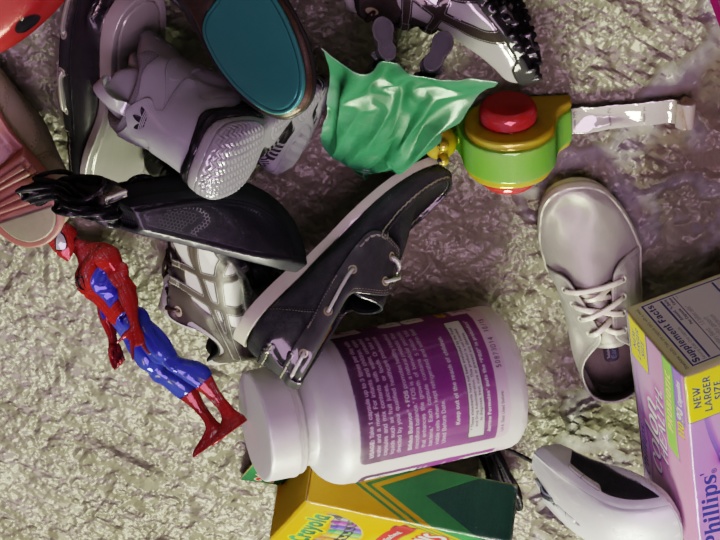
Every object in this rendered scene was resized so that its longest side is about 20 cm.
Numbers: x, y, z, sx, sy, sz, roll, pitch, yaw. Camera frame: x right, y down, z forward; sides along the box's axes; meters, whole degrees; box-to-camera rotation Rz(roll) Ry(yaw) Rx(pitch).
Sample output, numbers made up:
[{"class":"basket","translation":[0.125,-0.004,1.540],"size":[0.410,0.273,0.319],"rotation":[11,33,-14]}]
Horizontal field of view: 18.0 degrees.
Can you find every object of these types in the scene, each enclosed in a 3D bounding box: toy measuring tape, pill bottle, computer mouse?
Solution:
[{"class":"toy measuring tape","translation":[0.144,-0.092,1.622],"size":[0.199,0.074,0.074],"rotation":[-3,125,0]},{"class":"pill bottle","translation":[0.015,0.096,1.691],"size":[0.199,0.112,0.113],"rotation":[-10,127,-18]},{"class":"computer mouse","translation":[-0.121,-0.044,1.539],"size":[0.199,0.138,0.053],"rotation":[14,90,-29]},{"class":"computer mouse","translation":[0.159,0.171,1.752],"size":[0.044,0.199,0.110],"rotation":[-39,131,-32]}]

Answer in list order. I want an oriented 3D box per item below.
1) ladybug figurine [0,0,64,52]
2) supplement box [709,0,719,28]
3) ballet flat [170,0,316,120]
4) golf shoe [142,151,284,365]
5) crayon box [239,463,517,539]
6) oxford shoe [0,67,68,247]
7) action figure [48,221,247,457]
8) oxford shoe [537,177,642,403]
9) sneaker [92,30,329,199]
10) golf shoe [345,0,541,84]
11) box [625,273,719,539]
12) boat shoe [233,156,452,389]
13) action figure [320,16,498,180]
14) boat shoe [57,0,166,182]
[{"class":"ladybug figurine","translation":[-0.241,-0.206,1.471],"size":[0.135,0.072,0.200],"rotation":[25,120,-32]},{"class":"supplement box","translation":[0.285,-0.191,1.481],"size":[0.101,0.200,0.104],"rotation":[-9,125,3]},{"class":"ballet flat","translation":[-0.087,-0.184,1.501],"size":[0.068,0.068,0.200],"rotation":[-42,79,20]},{"class":"golf shoe","translation":[-0.119,-0.003,1.666],"size":[0.094,0.078,0.200],"rotation":[-24,121,14]},{"class":"crayon box","translation":[0.009,0.188,1.786],"size":[0.199,0.051,0.127],"rotation":[13,157,-10]},{"class":"oxford shoe","translation":[-0.268,-0.111,1.592],"size":[0.071,0.074,0.201],"rotation":[-24,103,17]},{"class":"action figure","translation":[-0.165,0.046,1.677],"size":[0.052,0.065,0.200],"rotation":[-35,90,-25]},{"class":"oxford shoe","translation":[0.180,0.019,1.709],"size":[0.075,0.058,0.201],"rotation":[-11,123,8]},{"class":"sneaker","translation":[-0.098,-0.117,1.547],"size":[0.115,0.200,0.075],"rotation":[33,115,11]},{"class":"golf shoe","translation":[0.042,-0.193,1.539],"size":[0.094,0.078,0.200],"rotation":[-35,108,22]},{"class":"box","translation":[0.314,0.090,1.707],"size":[0.199,0.097,0.177],"rotation":[-19,126,-12]},{"class":"boat shoe","translation":[0.000,0.000,1.636],"size":[0.200,0.068,0.072],"rotation":[-45,165,-13]},{"class":"action figure","translation":[0.016,-0.109,1.564],"size":[0.117,0.055,0.200],"rotation":[14,158,-6]},{"class":"boat shoe","translation":[-0.181,-0.128,1.585],"size":[0.060,0.074,0.201],"rotation":[37,144,22]}]
